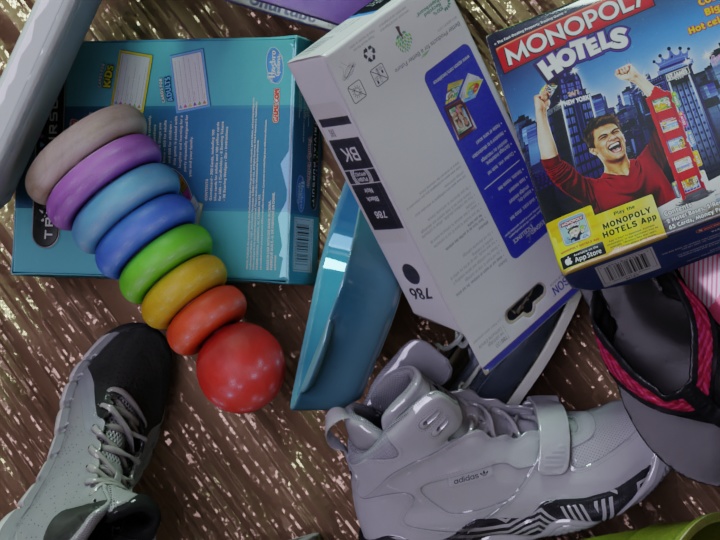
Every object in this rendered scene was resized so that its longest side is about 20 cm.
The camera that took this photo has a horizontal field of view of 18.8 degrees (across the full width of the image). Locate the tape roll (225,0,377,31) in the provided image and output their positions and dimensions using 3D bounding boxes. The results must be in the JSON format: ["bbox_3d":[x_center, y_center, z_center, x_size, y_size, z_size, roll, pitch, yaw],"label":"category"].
[{"bbox_3d":[-0.039,-0.191,1.269,0.199,0.200,0.086,19,95,23],"label":"tape roll"}]

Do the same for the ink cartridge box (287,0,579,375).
[{"bbox_3d":[0.045,-0.052,1.188,0.039,0.099,0.201,-6,117,52],"label":"ink cartridge box"}]

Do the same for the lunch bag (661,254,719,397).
[{"bbox_3d":[0.244,-0.005,1.202,0.200,0.082,0.177,-42,73,15],"label":"lunch bag"}]

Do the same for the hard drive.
[{"bbox_3d":[-0.192,-0.129,1.318,0.026,0.132,0.201,25,99,-4],"label":"hard drive"}]

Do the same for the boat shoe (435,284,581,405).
[{"bbox_3d":[0.073,0.043,1.274,0.061,0.075,0.201,25,106,-9],"label":"boat shoe"}]

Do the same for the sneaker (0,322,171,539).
[{"bbox_3d":[-0.144,0.123,1.321,0.115,0.075,0.201,-4,56,52],"label":"sneaker"}]

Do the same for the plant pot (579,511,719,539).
[{"bbox_3d":[0.115,0.235,1.197,0.192,0.200,0.202,-5,85,34],"label":"plant pot"}]

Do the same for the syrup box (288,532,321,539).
[{"bbox_3d":[-0.111,0.226,1.319,0.198,0.081,0.079,-17,86,7],"label":"syrup box"}]

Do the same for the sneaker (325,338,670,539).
[{"bbox_3d":[0.078,0.091,1.209,0.199,0.075,0.116,-22,118,4],"label":"sneaker"}]

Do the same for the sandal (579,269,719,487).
[{"bbox_3d":[0.157,0.031,1.171,0.075,0.045,0.201,-32,82,15],"label":"sandal"}]

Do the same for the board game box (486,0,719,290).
[{"bbox_3d":[0.178,-0.107,1.158,0.199,0.062,0.201,-20,63,10],"label":"board game box"}]

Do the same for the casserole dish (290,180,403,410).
[{"bbox_3d":[0.000,0.000,1.264,0.038,0.201,0.122,18,126,-5],"label":"casserole dish"}]

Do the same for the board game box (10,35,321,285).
[{"bbox_3d":[-0.123,-0.069,1.381,0.198,0.047,0.152,2,88,23],"label":"board game box"}]

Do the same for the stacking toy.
[{"bbox_3d":[-0.116,0.002,1.313,0.085,0.085,0.201,-38,80,16],"label":"stacking toy"}]
